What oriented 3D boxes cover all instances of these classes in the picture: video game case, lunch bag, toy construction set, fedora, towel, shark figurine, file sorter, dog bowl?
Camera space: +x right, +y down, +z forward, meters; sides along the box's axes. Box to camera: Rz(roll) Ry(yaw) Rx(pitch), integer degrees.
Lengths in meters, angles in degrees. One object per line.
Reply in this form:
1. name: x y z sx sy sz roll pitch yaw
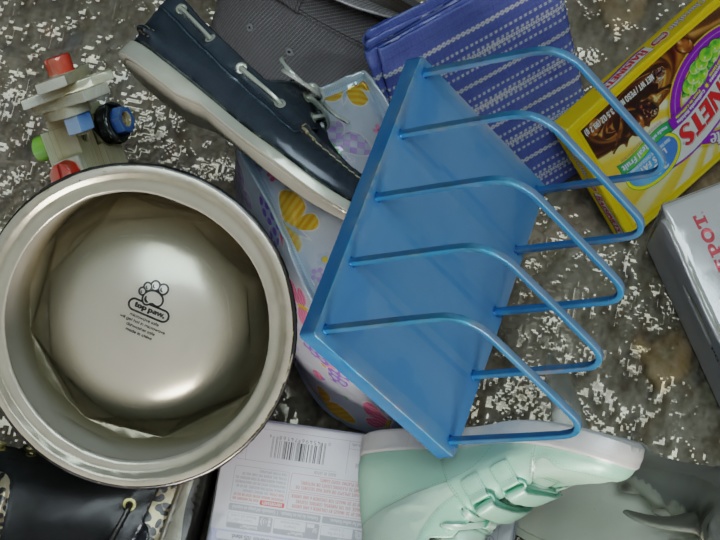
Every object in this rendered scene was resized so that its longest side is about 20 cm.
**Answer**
1. video game case: -0.003 0.199 1.415 0.199 0.045 0.182 8 77 4
2. lunch bag: 0.000 0.000 1.428 0.127 0.170 0.201 -20 71 -10
3. toy construction set: -0.184 -0.049 1.446 0.092 0.131 0.201 1 107 24
4. fedora: -0.024 -0.162 1.500 0.200 0.177 0.091 28 103 10
5. towel: 0.082 -0.113 1.464 0.144 0.200 0.024 -30 46 -11
6. shark figurine: 0.206 0.122 1.361 0.128 0.214 0.090 19 97 -37
7. file sorter: 0.080 -0.013 1.278 0.139 0.122 0.201 42 56 -35
8. dog bowl: -0.134 0.030 1.357 0.199 0.074 0.201 1 97 6

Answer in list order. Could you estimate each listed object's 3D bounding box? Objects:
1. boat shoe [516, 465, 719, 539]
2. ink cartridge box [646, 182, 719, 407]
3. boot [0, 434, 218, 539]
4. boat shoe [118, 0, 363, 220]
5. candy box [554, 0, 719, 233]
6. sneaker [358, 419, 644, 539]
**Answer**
1. boat shoe: 0.187 0.158 1.437 0.199 0.062 0.073 -1 75 20
2. ink cartridge box: 0.313 -0.002 1.483 0.199 0.083 0.146 -21 74 -8
3. boot: -0.171 0.120 1.434 0.153 0.074 0.204 12 71 5
4. boat shoe: -0.055 -0.096 1.333 0.200 0.075 0.062 35 81 17
5. candy box: 0.231 -0.122 1.521 0.200 0.026 0.102 -41 120 -13
6. sneaker: 0.085 0.155 1.331 0.200 0.074 0.119 -8 72 37
